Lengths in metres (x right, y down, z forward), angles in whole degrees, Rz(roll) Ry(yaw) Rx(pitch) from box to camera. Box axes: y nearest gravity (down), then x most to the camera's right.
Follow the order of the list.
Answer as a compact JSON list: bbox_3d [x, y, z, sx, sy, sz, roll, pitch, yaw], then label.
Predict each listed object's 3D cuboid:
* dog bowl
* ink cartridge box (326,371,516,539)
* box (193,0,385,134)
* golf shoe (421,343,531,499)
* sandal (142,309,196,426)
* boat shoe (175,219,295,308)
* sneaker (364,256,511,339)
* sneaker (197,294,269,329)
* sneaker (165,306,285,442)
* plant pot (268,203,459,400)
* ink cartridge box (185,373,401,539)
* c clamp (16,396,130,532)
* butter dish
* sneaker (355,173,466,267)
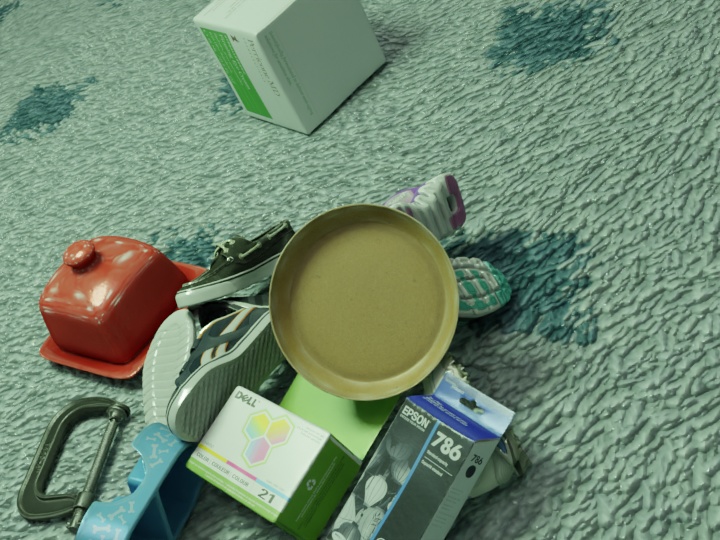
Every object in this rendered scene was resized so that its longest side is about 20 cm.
[{"bbox_3d":[-0.222,0.249,1.036,0.049,0.112,0.200,9,41,17],"label":"dog bowl"},{"bbox_3d":[0.055,0.195,0.947,0.099,0.039,0.200,27,85,45],"label":"ink cartridge box"},{"bbox_3d":[-0.107,-0.359,1.566,0.171,0.199,0.200,23,62,42],"label":"box"},{"bbox_3d":[0.082,0.148,1.015,0.097,0.078,0.200,-35,39,-1],"label":"golf shoe"},{"bbox_3d":[-0.222,0.143,1.208,0.082,0.050,0.203,-23,50,28],"label":"sandal"},{"bbox_3d":[-0.158,-0.010,1.265,0.071,0.064,0.200,-14,10,46],"label":"boat shoe"},{"bbox_3d":[0.074,0.046,1.127,0.199,0.091,0.078,-15,66,-20],"label":"sneaker"},{"bbox_3d":[-0.106,0.063,1.232,0.200,0.072,0.083,1,18,31],"label":"sneaker"},{"bbox_3d":[-0.157,0.112,1.114,0.079,0.079,0.200,7,36,37],"label":"sneaker"},{"bbox_3d":[0.004,0.032,1.031,0.199,0.027,0.201,0,89,13],"label":"plant pot"},{"bbox_3d":[-0.065,0.159,1.048,0.148,0.076,0.200,19,70,41],"label":"ink cartridge box"},{"bbox_3d":[-0.326,0.227,1.193,0.170,0.027,0.200,-17,42,20],"label":"c clamp"},{"bbox_3d":[-0.337,0.021,1.321,0.199,0.148,0.200,8,51,36],"label":"butter dish"},{"bbox_3d":[0.042,-0.046,1.138,0.088,0.081,0.200,-8,17,34],"label":"sneaker"}]
